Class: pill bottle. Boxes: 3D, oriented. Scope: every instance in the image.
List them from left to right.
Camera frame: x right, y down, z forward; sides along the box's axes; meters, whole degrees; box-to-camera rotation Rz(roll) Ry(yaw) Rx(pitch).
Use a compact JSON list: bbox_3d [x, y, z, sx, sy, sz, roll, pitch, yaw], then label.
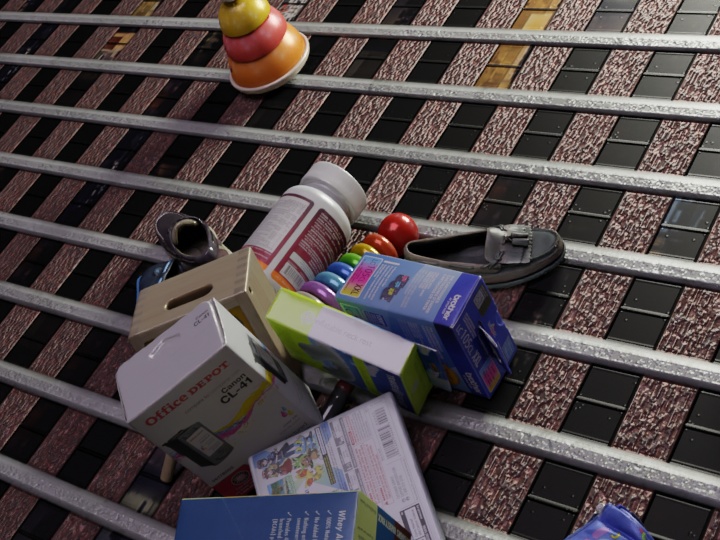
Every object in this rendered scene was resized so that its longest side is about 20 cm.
[{"bbox_3d":[-0.080,-0.039,1.521,0.108,0.110,0.201,14,57,39],"label":"pill bottle"}]

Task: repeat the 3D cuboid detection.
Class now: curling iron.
[{"bbox_3d":[-0.025,0.143,1.378,0.049,0.025,0.202,-15,43,56],"label":"curling iron"}]

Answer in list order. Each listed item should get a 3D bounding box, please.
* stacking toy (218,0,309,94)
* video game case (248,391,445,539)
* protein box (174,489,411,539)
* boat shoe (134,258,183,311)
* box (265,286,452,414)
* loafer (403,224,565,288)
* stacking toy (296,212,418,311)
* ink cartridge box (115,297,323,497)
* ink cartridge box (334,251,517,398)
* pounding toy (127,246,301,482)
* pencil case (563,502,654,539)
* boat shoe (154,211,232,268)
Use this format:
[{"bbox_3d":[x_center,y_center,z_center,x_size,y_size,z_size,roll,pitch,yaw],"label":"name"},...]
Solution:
[{"bbox_3d":[-0.180,-0.398,1.861,0.144,0.201,0.148,-16,42,15],"label":"stacking toy"},{"bbox_3d":[-0.016,0.251,1.237,0.180,0.022,0.202,-25,55,7],"label":"video game case"},{"bbox_3d":[-0.072,0.330,1.112,0.197,0.135,0.202,-8,59,24],"label":"protein box"},{"bbox_3d":[-0.261,0.048,1.563,0.068,0.084,0.201,-35,43,11],"label":"boat shoe"},{"bbox_3d":[-0.001,0.094,1.307,0.197,0.122,0.048,22,70,23],"label":"box"},{"bbox_3d":[0.146,-0.020,1.404,0.197,0.063,0.073,-12,45,21],"label":"loafer"},{"bbox_3d":[0.000,0.000,1.464,0.085,0.086,0.200,20,58,42],"label":"stacking toy"},{"bbox_3d":[-0.154,0.149,1.301,0.147,0.200,0.086,-37,42,8],"label":"ink cartridge box"},{"bbox_3d":[0.087,0.062,1.304,0.198,0.137,0.077,11,57,38],"label":"ink cartridge box"},{"bbox_3d":[-0.185,0.115,1.400,0.197,0.186,0.143,-21,30,10],"label":"pounding toy"},{"bbox_3d":[0.186,0.291,1.066,0.198,0.078,0.087,-34,70,-4],"label":"pencil case"},{"bbox_3d":[-0.242,-0.046,1.658,0.072,0.065,0.200,-41,41,-9],"label":"boat shoe"}]
